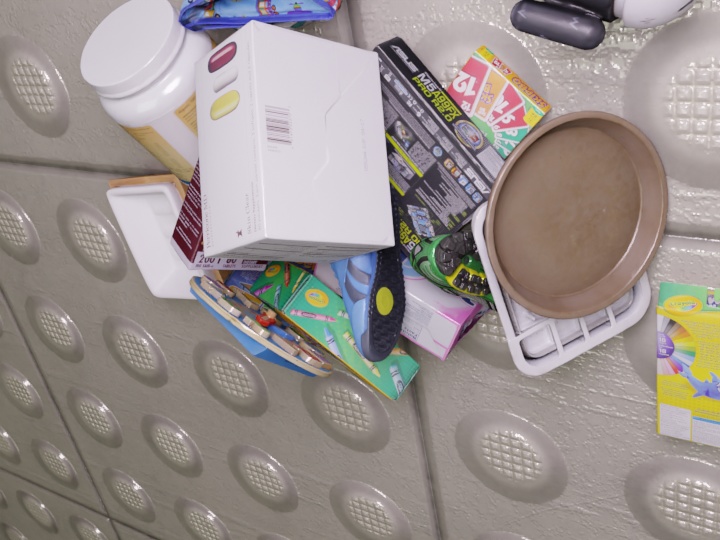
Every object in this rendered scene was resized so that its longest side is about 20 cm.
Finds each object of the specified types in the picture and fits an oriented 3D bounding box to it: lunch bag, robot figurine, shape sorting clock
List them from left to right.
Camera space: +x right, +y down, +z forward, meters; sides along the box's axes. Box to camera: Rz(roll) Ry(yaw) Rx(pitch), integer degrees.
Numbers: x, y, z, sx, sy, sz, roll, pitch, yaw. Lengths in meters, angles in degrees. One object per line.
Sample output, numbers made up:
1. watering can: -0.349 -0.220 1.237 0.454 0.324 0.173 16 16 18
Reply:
1. lunch bag: -0.106 -0.323 0.781 0.200 0.151 0.094 2 160 40
2. shape sorting clock: -0.114 0.063 0.925 0.200 0.200 0.039 39 92 7
3. robot figurine: 0.186 -0.272 0.625 0.200 0.125 0.151 27 136 19

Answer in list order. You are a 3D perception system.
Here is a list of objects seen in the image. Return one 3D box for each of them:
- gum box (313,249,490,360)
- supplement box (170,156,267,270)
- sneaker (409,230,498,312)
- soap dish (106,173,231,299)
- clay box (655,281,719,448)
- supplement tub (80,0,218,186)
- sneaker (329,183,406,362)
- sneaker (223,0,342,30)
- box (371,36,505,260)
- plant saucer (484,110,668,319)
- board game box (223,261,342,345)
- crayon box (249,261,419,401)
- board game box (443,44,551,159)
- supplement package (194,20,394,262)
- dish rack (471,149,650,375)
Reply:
1. gum box: 0.059 0.009 0.934 0.200 0.113 0.066 32 135 14
2. supplement box: -0.134 -0.097 0.902 0.061 0.109 0.200 46 123 38
3. sneaker: 0.140 0.003 0.858 0.200 0.078 0.085 25 172 -34
4. soap dish: -0.272 -0.055 1.159 0.157 0.081 0.200 1 121 37
5. clay box: 0.370 0.094 0.812 0.115 0.048 0.200 9 124 32
6. supplement tub: -0.207 -0.200 0.907 0.144 0.145 0.200 10 158 31
7. sneaker: 0.000 0.000 0.858 0.078 0.066 0.201 -7 82 36
8. sneaker: -0.122 -0.295 0.861 0.199 0.093 0.070 8 125 32
9. box: 0.052 -0.125 0.857 0.200 0.044 0.160 50 137 4
10. plant saucer: 0.205 -0.052 0.752 0.200 0.200 0.029 67 169 -21
11. board game box: -0.078 0.037 1.064 0.200 0.035 0.135 28 138 -14
12. crayon box: -0.032 0.072 0.974 0.200 0.058 0.119 42 171 -27
13. board game box: 0.109 -0.138 0.854 0.096 0.030 0.200 43 139 4
14. supplement package: -0.066 -0.115 0.771 0.111 0.155 0.201 -15 77 49
15. dish rack: 0.201 -0.010 0.802 0.200 0.171 0.044 68 168 -22
